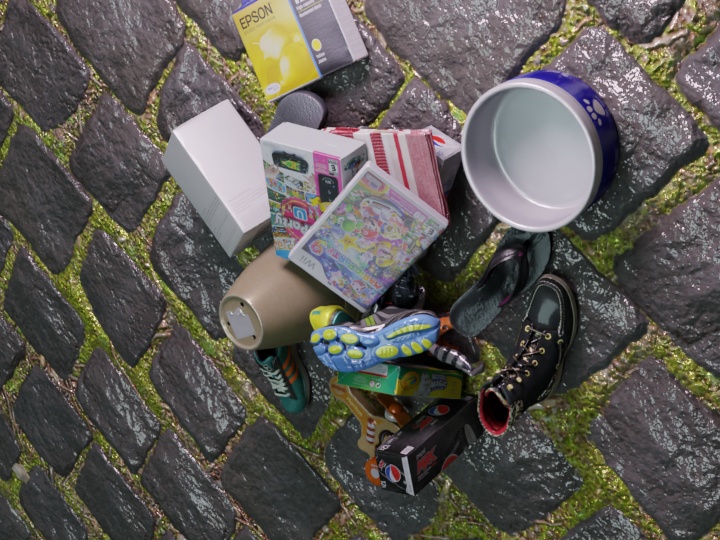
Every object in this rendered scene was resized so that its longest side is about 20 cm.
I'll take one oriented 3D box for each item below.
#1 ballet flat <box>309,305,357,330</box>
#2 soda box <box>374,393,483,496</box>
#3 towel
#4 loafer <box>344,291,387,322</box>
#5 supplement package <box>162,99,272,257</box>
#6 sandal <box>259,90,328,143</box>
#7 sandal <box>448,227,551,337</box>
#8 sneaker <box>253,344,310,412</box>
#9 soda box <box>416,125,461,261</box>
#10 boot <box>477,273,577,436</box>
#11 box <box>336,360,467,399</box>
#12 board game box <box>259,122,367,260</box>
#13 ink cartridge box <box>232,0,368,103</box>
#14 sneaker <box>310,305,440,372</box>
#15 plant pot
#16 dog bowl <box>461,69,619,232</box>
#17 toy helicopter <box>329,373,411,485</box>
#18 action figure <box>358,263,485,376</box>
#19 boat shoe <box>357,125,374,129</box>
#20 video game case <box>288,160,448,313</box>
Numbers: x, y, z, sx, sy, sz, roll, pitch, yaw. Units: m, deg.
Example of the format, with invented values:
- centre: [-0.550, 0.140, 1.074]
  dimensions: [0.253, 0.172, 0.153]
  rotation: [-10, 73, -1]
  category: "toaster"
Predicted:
- centre: [-0.013, 0.115, 1.755]
  dimensions: [0.066, 0.067, 0.200]
  rotation: [5, 150, 40]
  category: "ballet flat"
- centre: [0.106, 0.259, 1.710]
  dimensions: [0.063, 0.199, 0.072]
  rotation: [3, 113, 39]
  category: "soda box"
- centre: [0.032, -0.133, 1.609]
  dimensions: [0.198, 0.023, 0.146]
  rotation: [7, 122, 38]
  category: "towel"
- centre: [0.000, 0.000, 1.762]
  dimensions: [0.069, 0.075, 0.202]
  rotation: [22, 117, 29]
  category: "loafer"
- centre: [-0.211, -0.147, 1.814]
  dimensions: [0.201, 0.117, 0.117]
  rotation: [54, 154, 5]
  category: "supplement package"
- centre: [-0.104, -0.223, 1.763]
  dimensions: [0.077, 0.043, 0.200]
  rotation: [57, 145, 2]
  category: "sandal"
- centre: [0.199, 0.017, 1.581]
  dimensions: [0.075, 0.048, 0.201]
  rotation: [36, 109, 2]
  category: "sandal"
- centre: [-0.146, 0.163, 1.955]
  dimensions: [0.071, 0.080, 0.202]
  rotation: [1, 112, 39]
  category: "sneaker"
- centre: [0.083, -0.104, 1.645]
  dimensions: [0.068, 0.063, 0.202]
  rotation: [34, 129, 21]
  category: "soda box"
- centre: [0.231, 0.121, 1.569]
  dimensions: [0.073, 0.153, 0.206]
  rotation: [23, 124, 29]
  category: "boot"
- centre: [0.070, 0.163, 1.715]
  dimensions: [0.116, 0.199, 0.049]
  rotation: [7, 85, 38]
  category: "box"
- centre: [-0.062, -0.101, 1.651]
  dimensions: [0.146, 0.064, 0.202]
  rotation: [18, 130, 31]
  category: "board game box"
- centre: [-0.103, -0.376, 1.683]
  dimensions: [0.196, 0.047, 0.202]
  rotation: [-16, 102, 44]
  category: "ink cartridge box"
- centre: [0.024, 0.097, 1.635]
  dimensions: [0.197, 0.083, 0.072]
  rotation: [-12, 102, 17]
  category: "sneaker"
- centre: [-0.125, 0.045, 1.799]
  dimensions: [0.186, 0.199, 0.190]
  rotation: [18, 122, 32]
  category: "plant pot"
- centre: [0.234, -0.157, 1.483]
  dimensions: [0.198, 0.079, 0.202]
  rotation: [18, 122, 32]
  category: "dog bowl"
- centre: [0.022, 0.243, 1.861]
  dimensions: [0.200, 0.079, 0.133]
  rotation: [48, 132, 16]
  category: "toy helicopter"
- centre: [0.086, 0.080, 1.683]
  dimensions: [0.191, 0.105, 0.201]
  rotation: [8, 142, 18]
  category: "action figure"
- centre: [-0.024, -0.142, 1.717]
  dimensions: [0.062, 0.071, 0.201]
  rotation: [40, 135, 21]
  category: "boat shoe"
- centre: [0.009, -0.043, 1.595]
  dimensions: [0.143, 0.018, 0.200]
  rotation: [35, 123, -12]
  category: "video game case"
